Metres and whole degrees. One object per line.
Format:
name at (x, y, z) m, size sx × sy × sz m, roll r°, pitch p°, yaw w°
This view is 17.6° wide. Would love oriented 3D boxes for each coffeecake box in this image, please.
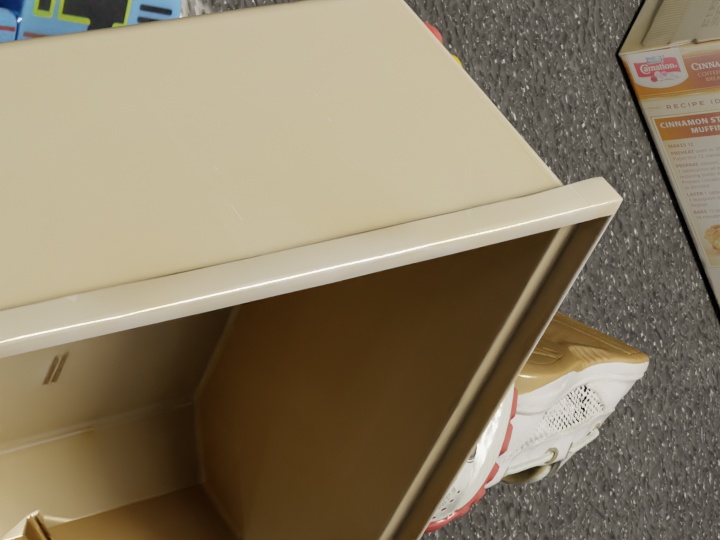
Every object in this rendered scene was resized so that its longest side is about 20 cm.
coffeecake box at (0.224, -0.083, 1.269) m, size 0.200 × 0.073 × 0.154 m, roll 64°, pitch 37°, yaw -30°

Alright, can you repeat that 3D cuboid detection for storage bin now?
storage bin at (-0.072, 0.037, 0.578) m, size 0.200 × 0.199 × 0.094 m, roll -14°, pitch 54°, yaw -38°

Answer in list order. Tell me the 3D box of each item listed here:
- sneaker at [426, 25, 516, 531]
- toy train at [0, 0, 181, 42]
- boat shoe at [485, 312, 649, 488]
sneaker at (0.000, 0.000, 0.871) m, size 0.082 × 0.078 × 0.201 m, roll 6°, pitch 70°, yaw -54°
toy train at (-0.135, -0.041, 0.622) m, size 0.200 × 0.087 × 0.115 m, roll 2°, pitch 101°, yaw -56°
boat shoe at (0.068, 0.056, 0.999) m, size 0.200 × 0.071 × 0.069 m, roll -6°, pitch 117°, yaw -67°
